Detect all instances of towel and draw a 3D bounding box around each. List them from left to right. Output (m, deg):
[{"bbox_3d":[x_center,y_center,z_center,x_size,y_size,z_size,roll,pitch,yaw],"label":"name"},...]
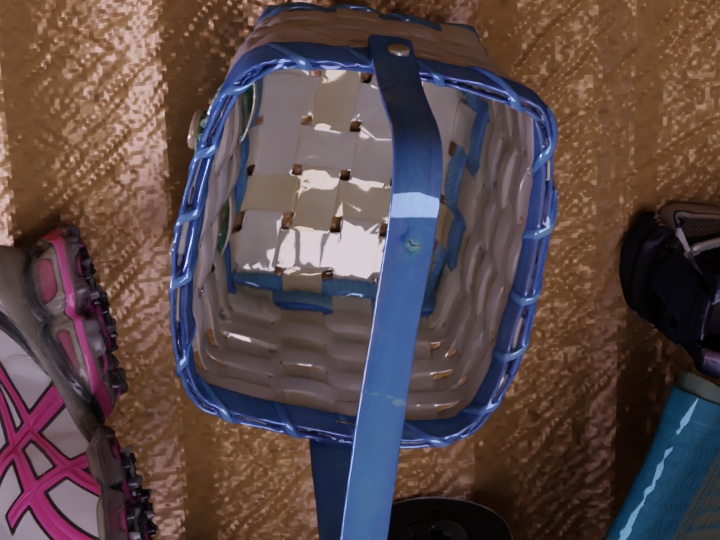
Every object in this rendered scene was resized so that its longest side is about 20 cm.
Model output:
[{"bbox_3d":[0.107,0.135,1.065,0.022,0.147,0.201,30,94,21],"label":"towel"}]

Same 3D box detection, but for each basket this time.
[{"bbox_3d":[0.000,0.000,0.956,0.138,0.200,0.178,5,115,-12],"label":"basket"}]

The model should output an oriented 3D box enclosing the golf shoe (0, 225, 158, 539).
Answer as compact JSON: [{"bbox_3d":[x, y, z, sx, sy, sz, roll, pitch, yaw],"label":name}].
[{"bbox_3d":[-0.127,0.082,0.994,0.091,0.201,0.073,-15,148,-2],"label":"golf shoe"}]

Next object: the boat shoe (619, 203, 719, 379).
[{"bbox_3d":[0.210,0.022,1.060,0.198,0.093,0.075,3,109,-11],"label":"boat shoe"}]

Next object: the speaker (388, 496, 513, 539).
[{"bbox_3d":[0.038,0.200,1.134,0.081,0.081,0.201,-10,119,-4],"label":"speaker"}]
